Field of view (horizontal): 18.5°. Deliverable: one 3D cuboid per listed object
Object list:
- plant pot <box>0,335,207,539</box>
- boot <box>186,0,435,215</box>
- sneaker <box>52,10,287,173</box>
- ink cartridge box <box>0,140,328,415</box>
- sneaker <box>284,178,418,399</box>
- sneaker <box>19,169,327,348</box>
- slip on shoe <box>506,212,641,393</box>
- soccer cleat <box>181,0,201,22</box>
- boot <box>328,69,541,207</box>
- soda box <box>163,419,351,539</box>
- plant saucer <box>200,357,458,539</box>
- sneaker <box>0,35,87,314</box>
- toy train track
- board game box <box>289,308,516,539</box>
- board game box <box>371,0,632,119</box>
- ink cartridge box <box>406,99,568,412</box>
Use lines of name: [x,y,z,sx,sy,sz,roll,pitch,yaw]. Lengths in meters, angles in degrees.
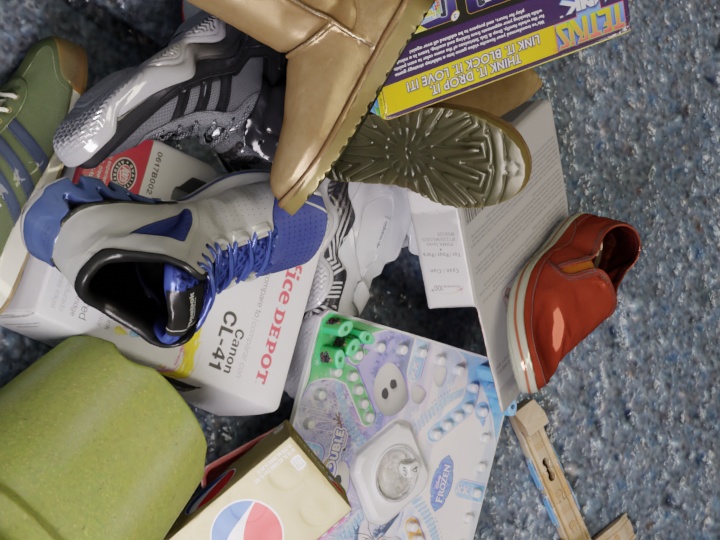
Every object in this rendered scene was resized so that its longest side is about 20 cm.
plant pot: [-0.199,0.148,1.411,0.184,0.200,0.201,-48,114,-35]
boot: [-0.075,-0.158,1.393,0.199,0.066,0.176,31,92,-1]
sneaker: [-0.105,-0.097,1.451,0.200,0.075,0.114,-42,107,-36]
ink cartridge box: [-0.136,-0.002,1.515,0.199,0.085,0.149,24,74,-30]
sneaker: [0.000,0.000,1.617,0.114,0.075,0.202,9,80,-32]
sneaker: [-0.107,0.000,1.405,0.198,0.115,0.081,-3,127,-29]
slip on shoe: [0.157,0.020,1.646,0.200,0.061,0.075,-52,134,-49]
soccer cleat: [-0.034,-0.179,1.593,0.199,0.085,0.069,6,85,-35]
boot: [0.078,-0.113,1.573,0.200,0.174,0.067,-33,130,-54]
soda box: [-0.103,0.193,1.487,0.200,0.064,0.068,-40,99,0]
plant saucer: [-0.023,0.189,1.606,0.199,0.037,0.201,-27,111,-33]
sneaker: [-0.248,-0.073,1.448,0.090,0.067,0.202,26,75,-33]
toy train track: [0.171,0.195,1.758,0.114,0.032,0.201,-33,106,-32]
board game box: [0.026,0.147,1.596,0.199,0.026,0.201,17,86,-41]
board game box: [0.076,-0.212,1.471,0.199,0.057,0.166,-21,116,-21]
ink cartridge box: [0.107,-0.014,1.665,0.200,0.044,0.177,-42,124,-56]
